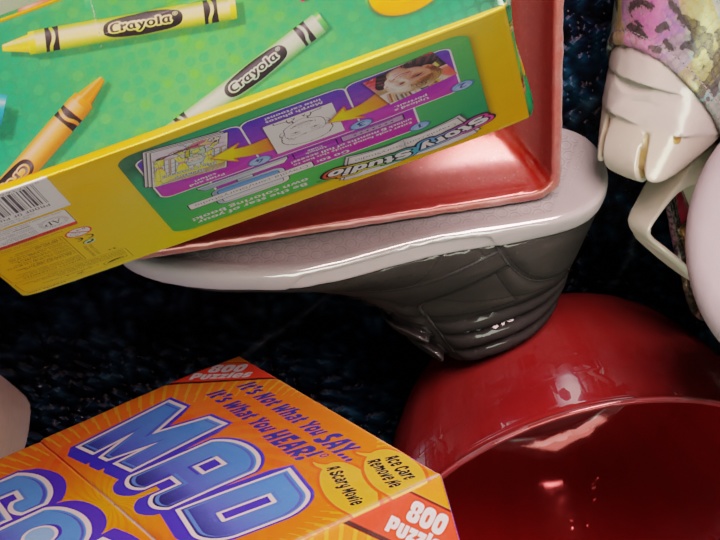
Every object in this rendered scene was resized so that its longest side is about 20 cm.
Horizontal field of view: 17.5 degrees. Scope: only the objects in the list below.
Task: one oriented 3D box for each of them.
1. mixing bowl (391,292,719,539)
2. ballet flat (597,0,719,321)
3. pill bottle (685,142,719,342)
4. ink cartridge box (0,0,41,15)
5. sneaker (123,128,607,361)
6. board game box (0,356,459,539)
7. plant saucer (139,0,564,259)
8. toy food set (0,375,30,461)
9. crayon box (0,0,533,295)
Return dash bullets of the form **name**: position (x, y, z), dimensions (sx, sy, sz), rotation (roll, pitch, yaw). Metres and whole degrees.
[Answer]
- **mixing bowl**: position (0.092, 0.082, 1.045), dimensions (0.199, 0.109, 0.201), rotation (-9, 139, -8)
- **ballet flat**: position (0.132, -0.047, 0.933), dimensions (0.071, 0.069, 0.200), rotation (-42, 137, -13)
- **pill bottle**: position (0.222, -0.006, 0.908), dimensions (0.200, 0.109, 0.109), rotation (5, 138, -48)
- **ink cartridge box**: position (-0.094, -0.182, 0.721), dimensions (0.160, 0.050, 0.200), rotation (-23, 128, 7)
- **sneaker**: position (0.000, 0.000, 0.960), dimensions (0.199, 0.071, 0.099), rotation (-7, 142, -5)
- **board game box**: position (-0.071, 0.182, 0.949), dimensions (0.199, 0.200, 0.201), rotation (-23, 110, -20)
- **plant saucer**: position (-0.026, -0.101, 0.855), dimensions (0.199, 0.037, 0.200), rotation (-8, 131, -6)
- **toy food set**: position (-0.258, 0.074, 0.987), dimensions (0.199, 0.061, 0.144), rotation (-22, 149, 10)
- **crayon box**: position (-0.046, -0.060, 0.786), dimensions (0.199, 0.058, 0.119), rotation (-20, 165, 3)
